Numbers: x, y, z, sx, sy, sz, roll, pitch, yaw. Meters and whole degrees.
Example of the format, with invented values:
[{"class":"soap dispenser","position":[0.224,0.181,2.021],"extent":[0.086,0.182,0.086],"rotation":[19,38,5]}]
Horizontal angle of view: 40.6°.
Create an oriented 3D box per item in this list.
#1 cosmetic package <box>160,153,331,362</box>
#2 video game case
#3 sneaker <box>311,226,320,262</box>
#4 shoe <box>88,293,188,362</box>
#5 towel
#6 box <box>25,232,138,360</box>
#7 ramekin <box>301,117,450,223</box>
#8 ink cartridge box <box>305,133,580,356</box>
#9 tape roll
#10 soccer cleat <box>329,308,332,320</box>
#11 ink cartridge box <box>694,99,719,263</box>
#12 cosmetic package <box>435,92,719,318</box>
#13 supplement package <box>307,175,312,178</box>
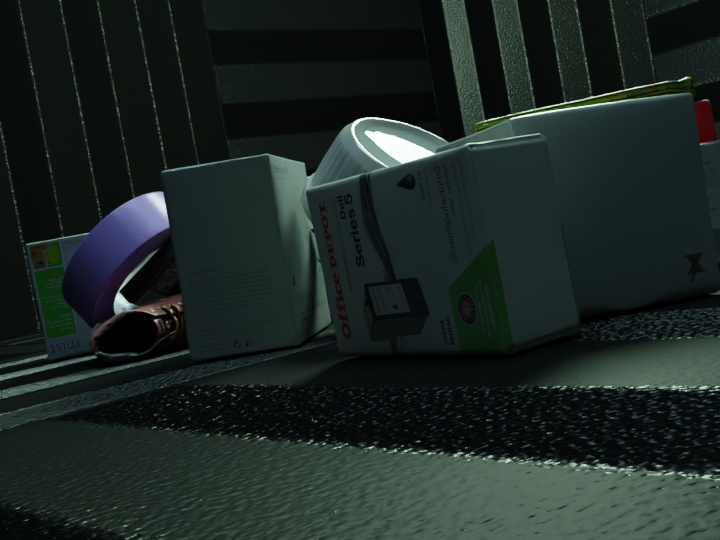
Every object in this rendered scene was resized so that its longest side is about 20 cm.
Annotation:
[{"class":"cosmetic package","position":[-0.119,-0.018,1.076],"extent":[0.122,0.201,0.199],"rotation":[-10,2,8]},{"class":"video game case","position":[-0.212,-0.019,1.309],"extent":[0.200,0.025,0.181],"rotation":[-46,-17,-1]},{"class":"sneaker","position":[0.000,0.000,1.055],"extent":[0.080,0.074,0.200],"rotation":[-20,36,-2]},{"class":"shoe","position":[-0.238,0.068,1.211],"extent":[0.199,0.072,0.091],"rotation":[-16,5,-14]},{"class":"towel","position":[0.213,-0.146,0.920],"extent":[0.199,0.018,0.086],"rotation":[-9,-4,18]},{"class":"box","position":[-0.382,0.029,1.467],"extent":[0.199,0.177,0.097],"rotation":[-10,1,-11]},{"class":"ramekin","position":[0.045,-0.082,1.025],"extent":[0.202,0.094,0.203],"rotation":[19,29,-11]},{"class":"ink cartridge box","position":[0.056,-0.012,0.747],"extent":[0.084,0.146,0.200],"rotation":[-13,3,-37]},{"class":"tape roll","position":[-0.296,-0.007,1.294],"extent":[0.200,0.066,0.200],"rotation":[-43,-18,-18]},{"class":"soccer cleat","position":[-0.001,0.028,1.240],"extent":[0.199,0.070,0.086],"rotation":[-3,-5,33]},{"class":"ink cartridge box","position":[0.316,-0.086,1.103],"extent":[0.084,0.176,0.200],"rotation":[-11,1,-21]},{"class":"cosmetic package","position":[0.182,-0.049,0.859],"extent":[0.167,0.167,0.200],"rotation":[-9,2,-13]},{"class":"supplement package","position":[-0.021,-0.051,1.490],"extent":[0.116,0.201,0.117],"rotation":[-11,2,3]}]
